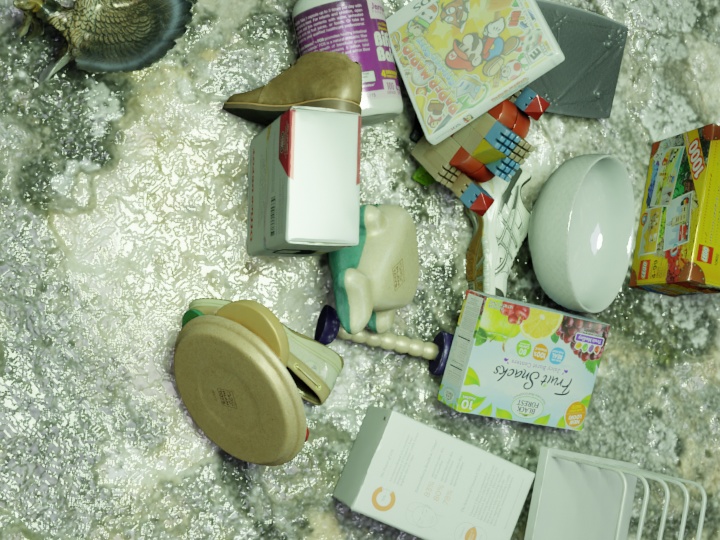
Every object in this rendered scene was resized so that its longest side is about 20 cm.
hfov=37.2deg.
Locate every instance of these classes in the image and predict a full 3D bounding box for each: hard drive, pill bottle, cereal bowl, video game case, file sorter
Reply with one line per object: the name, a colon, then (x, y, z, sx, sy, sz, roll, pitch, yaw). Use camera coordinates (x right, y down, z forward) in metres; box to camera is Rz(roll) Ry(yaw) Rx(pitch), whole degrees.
hard drive: (0.241, -0.272, 1.371, 0.199, 0.042, 0.136, 7, 99, -23)
pill bottle: (-0.020, -0.275, 1.286, 0.112, 0.112, 0.201, -12, 91, -15)
cereal bowl: (0.268, -0.048, 1.341, 0.200, 0.083, 0.201, -12, 105, -52)
video game case: (0.127, -0.273, 1.270, 0.182, 0.023, 0.201, -32, 56, 21)
file sorter: (0.313, 0.304, 1.299, 0.200, 0.124, 0.139, 17, 82, -42)

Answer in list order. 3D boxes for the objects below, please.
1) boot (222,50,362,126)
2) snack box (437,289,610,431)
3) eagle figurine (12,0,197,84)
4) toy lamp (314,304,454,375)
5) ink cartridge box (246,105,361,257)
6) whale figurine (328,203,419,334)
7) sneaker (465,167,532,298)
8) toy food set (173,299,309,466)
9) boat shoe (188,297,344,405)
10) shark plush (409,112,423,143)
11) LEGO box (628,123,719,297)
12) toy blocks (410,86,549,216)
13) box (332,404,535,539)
boot: (-0.076, -0.207, 1.239, 0.073, 0.199, 0.076, 14, 80, -52)
snack box: (0.203, 0.113, 1.320, 0.199, 0.053, 0.143, 12, 96, -29)
eagle figurine: (-0.277, -0.283, 1.195, 0.199, 0.151, 0.152, 9, 74, -7)
toy lamp: (0.046, 0.088, 1.313, 0.199, 0.058, 0.058, 16, 83, -13)
ink cartridge box: (-0.068, -0.094, 1.218, 0.082, 0.200, 0.147, 2, 87, -18)
whale figurine: (0.000, 0.000, 1.246, 0.103, 0.200, 0.160, 2, 115, 20)
sneaker: (0.182, -0.039, 1.346, 0.087, 0.076, 0.201, 1, 87, -15)
toy food set: (-0.136, 0.130, 1.201, 0.049, 0.197, 0.201, -38, 107, -43)
boat shoe: (-0.115, 0.096, 1.253, 0.199, 0.074, 0.067, 25, 60, -13)
shark plush: (0.115, -0.256, 1.347, 0.083, 0.091, 0.201, 27, 72, -44)
LEGO box: (0.429, -0.072, 1.377, 0.077, 0.149, 0.201, 13, 83, -14)
toy blocks: (0.148, -0.160, 1.272, 0.100, 0.137, 0.200, 26, 107, -37)
box: (0.087, 0.259, 1.293, 0.199, 0.097, 0.125, 26, 81, -13)
